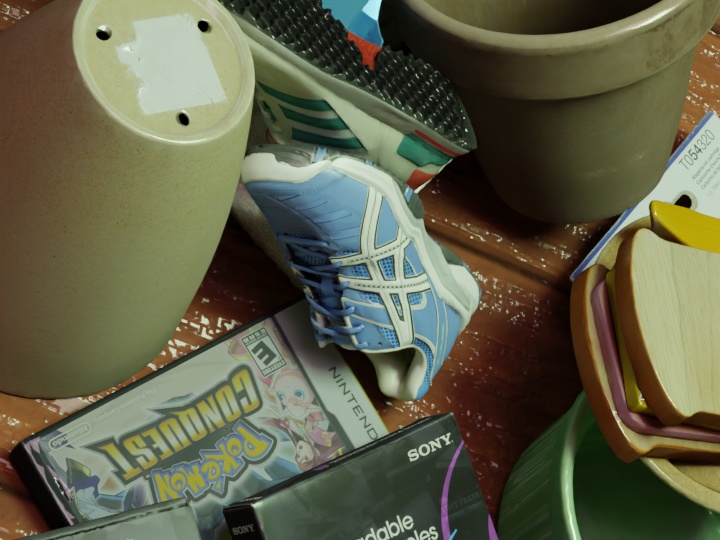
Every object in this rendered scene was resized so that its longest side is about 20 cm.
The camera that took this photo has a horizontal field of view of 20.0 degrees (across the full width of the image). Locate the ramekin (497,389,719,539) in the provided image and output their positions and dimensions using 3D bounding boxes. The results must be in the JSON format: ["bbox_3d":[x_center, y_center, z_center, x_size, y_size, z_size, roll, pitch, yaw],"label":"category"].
[{"bbox_3d":[0.174,0.154,1.156,0.198,0.098,0.202,13,61,-24],"label":"ramekin"}]

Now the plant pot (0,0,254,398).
[{"bbox_3d":[-0.133,-0.059,1.026,0.186,0.200,0.189,13,60,-24],"label":"plant pot"}]

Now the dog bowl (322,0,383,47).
[{"bbox_3d":[-0.012,-0.186,1.097,0.111,0.200,0.050,26,24,-35],"label":"dog bowl"}]

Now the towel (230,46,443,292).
[{"bbox_3d":[-0.051,-0.098,1.168,0.200,0.034,0.133,45,76,-1],"label":"towel"}]

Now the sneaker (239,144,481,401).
[{"bbox_3d":[0.000,0.000,1.096,0.200,0.075,0.078,43,60,-43],"label":"sneaker"}]

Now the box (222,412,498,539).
[{"bbox_3d":[0.023,0.191,1.062,0.142,0.036,0.202,-21,90,-36],"label":"box"}]

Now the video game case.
[{"bbox_3d":[-0.058,0.129,1.082,0.199,0.025,0.182,-27,81,-36],"label":"video game case"}]

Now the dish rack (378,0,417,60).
[{"bbox_3d":[-0.019,-0.207,1.262,0.171,0.044,0.201,-34,85,-38],"label":"dish rack"}]

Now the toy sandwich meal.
[{"bbox_3d":[0.204,0.041,1.123,0.203,0.070,0.207,14,59,-24],"label":"toy sandwich meal"}]

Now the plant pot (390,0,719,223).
[{"bbox_3d":[0.124,-0.127,1.203,0.198,0.176,0.201,-8,42,7],"label":"plant pot"}]

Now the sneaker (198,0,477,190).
[{"bbox_3d":[-0.034,-0.091,1.084,0.199,0.093,0.071,28,34,-34],"label":"sneaker"}]

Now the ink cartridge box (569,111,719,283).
[{"bbox_3d":[0.240,0.027,1.293,0.200,0.043,0.196,44,52,1],"label":"ink cartridge box"}]

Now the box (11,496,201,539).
[{"bbox_3d":[-0.146,0.227,0.953,0.197,0.050,0.202,-10,73,-27],"label":"box"}]
